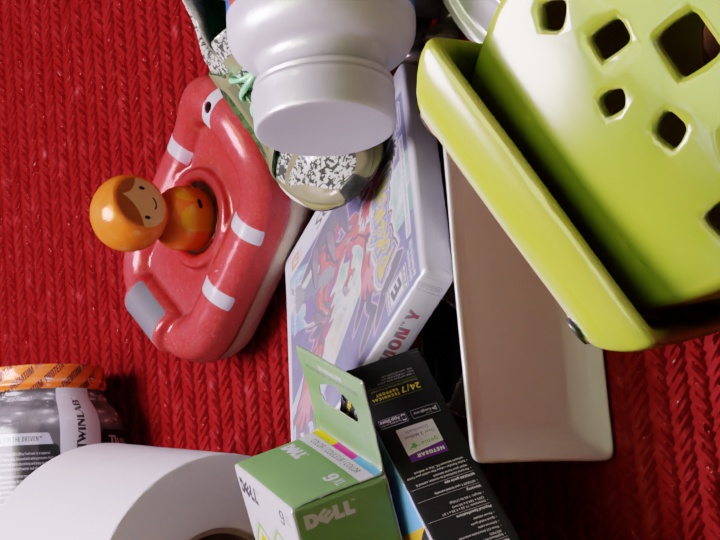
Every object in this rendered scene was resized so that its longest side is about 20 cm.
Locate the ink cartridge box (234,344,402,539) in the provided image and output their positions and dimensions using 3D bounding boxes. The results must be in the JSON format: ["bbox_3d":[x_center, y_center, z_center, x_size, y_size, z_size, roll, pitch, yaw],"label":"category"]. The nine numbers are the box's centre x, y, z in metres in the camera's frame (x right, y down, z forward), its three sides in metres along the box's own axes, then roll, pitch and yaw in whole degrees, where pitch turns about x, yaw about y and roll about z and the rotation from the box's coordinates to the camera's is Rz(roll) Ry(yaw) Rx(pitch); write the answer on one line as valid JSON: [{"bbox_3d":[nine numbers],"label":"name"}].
[{"bbox_3d":[-0.018,0.152,1.133,0.104,0.059,0.201,-155,49,-68],"label":"ink cartridge box"}]

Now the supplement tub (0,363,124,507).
[{"bbox_3d":[-0.232,0.172,1.500,0.122,0.122,0.201,-12,78,49],"label":"supplement tub"}]

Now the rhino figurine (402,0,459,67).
[{"bbox_3d":[0.027,-0.174,1.270,0.200,0.060,0.088,3,80,52],"label":"rhino figurine"}]

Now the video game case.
[{"bbox_3d":[0.000,0.000,1.246,0.200,0.023,0.182,-95,29,-49],"label":"video game case"}]

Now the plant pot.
[{"bbox_3d":[0.153,-0.074,0.941,0.181,0.200,0.199,-40,78,20],"label":"plant pot"}]

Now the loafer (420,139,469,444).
[{"bbox_3d":[0.064,0.006,1.203,0.073,0.071,0.201,-10,79,49],"label":"loafer"}]

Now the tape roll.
[{"bbox_3d":[-0.129,0.214,1.314,0.139,0.202,0.203,0,87,50],"label":"tape roll"}]

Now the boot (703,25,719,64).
[{"bbox_3d":[0.163,-0.077,1.080,0.201,0.071,0.144,-50,63,19],"label":"boot"}]

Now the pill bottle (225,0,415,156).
[{"bbox_3d":[-0.024,-0.175,1.196,0.112,0.112,0.201,-25,61,46],"label":"pill bottle"}]

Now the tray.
[{"bbox_3d":[0.088,0.009,1.147,0.022,0.107,0.201,-18,73,51],"label":"tray"}]

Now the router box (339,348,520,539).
[{"bbox_3d":[0.034,0.162,1.174,0.200,0.051,0.149,96,151,-54],"label":"router box"}]

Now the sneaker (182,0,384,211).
[{"bbox_3d":[-0.060,-0.113,1.265,0.077,0.089,0.200,-45,52,11],"label":"sneaker"}]

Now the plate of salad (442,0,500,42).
[{"bbox_3d":[0.130,-0.204,1.154,0.200,0.048,0.201,-2,86,28],"label":"plate of salad"}]

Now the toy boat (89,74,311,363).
[{"bbox_3d":[-0.122,-0.038,1.381,0.131,0.131,0.200,47,122,40],"label":"toy boat"}]
